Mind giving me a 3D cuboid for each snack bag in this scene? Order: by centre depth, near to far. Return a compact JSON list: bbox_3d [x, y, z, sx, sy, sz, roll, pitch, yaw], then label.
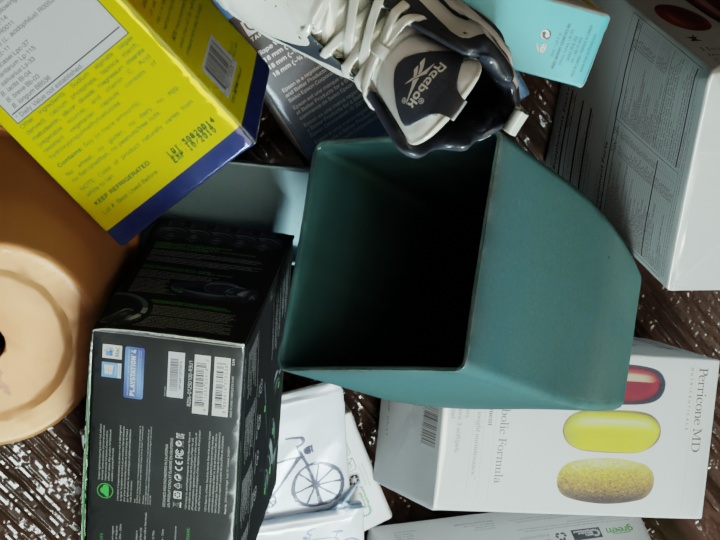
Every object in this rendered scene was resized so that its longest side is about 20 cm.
[{"bbox_3d":[-0.086,0.173,1.774,0.187,0.021,0.201,-10,117,-15],"label":"snack bag"}]

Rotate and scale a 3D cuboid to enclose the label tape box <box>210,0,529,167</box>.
[{"bbox_3d":[-0.006,-0.156,1.659,0.144,0.063,0.200,-33,119,-2],"label":"label tape box"}]

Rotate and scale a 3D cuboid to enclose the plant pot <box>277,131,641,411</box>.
[{"bbox_3d":[0.077,0.016,1.616,0.200,0.141,0.142,23,71,-47],"label":"plant pot"}]

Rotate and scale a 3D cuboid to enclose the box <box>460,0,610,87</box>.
[{"bbox_3d":[0.041,-0.165,1.587,0.199,0.082,0.049,12,110,-23],"label":"box"}]

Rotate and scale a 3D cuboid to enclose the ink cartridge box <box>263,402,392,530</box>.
[{"bbox_3d":[-0.084,0.167,1.804,0.199,0.037,0.095,-27,121,-9],"label":"ink cartridge box"}]

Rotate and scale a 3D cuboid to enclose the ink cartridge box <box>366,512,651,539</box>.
[{"bbox_3d":[0.116,0.254,1.829,0.199,0.176,0.084,-5,134,-17],"label":"ink cartridge box"}]

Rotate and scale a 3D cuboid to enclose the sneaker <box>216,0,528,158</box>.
[{"bbox_3d":[0.012,-0.125,1.474,0.199,0.130,0.080,31,102,-28],"label":"sneaker"}]

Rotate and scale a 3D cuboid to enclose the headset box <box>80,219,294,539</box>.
[{"bbox_3d":[-0.100,0.081,1.612,0.092,0.200,0.175,7,112,5],"label":"headset box"}]

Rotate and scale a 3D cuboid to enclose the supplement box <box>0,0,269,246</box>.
[{"bbox_3d":[-0.159,-0.135,1.550,0.109,0.110,0.200,-36,111,20],"label":"supplement box"}]

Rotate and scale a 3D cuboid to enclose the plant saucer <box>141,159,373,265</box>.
[{"bbox_3d":[-0.093,-0.042,1.667,0.199,0.019,0.070,5,121,0],"label":"plant saucer"}]

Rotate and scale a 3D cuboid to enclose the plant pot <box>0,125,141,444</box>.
[{"bbox_3d":[-0.225,0.010,1.596,0.199,0.140,0.201,-4,118,-8],"label":"plant pot"}]

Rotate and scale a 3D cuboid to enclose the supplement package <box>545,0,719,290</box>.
[{"bbox_3d":[0.250,-0.092,1.705,0.190,0.200,0.148,0,114,-21],"label":"supplement package"}]

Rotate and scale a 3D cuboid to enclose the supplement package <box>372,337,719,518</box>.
[{"bbox_3d":[0.124,0.099,1.789,0.199,0.109,0.115,3,95,-22],"label":"supplement package"}]

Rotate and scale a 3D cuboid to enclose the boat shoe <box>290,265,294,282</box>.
[{"bbox_3d":[0.000,0.000,1.731,0.199,0.074,0.067,-31,116,-4],"label":"boat shoe"}]
